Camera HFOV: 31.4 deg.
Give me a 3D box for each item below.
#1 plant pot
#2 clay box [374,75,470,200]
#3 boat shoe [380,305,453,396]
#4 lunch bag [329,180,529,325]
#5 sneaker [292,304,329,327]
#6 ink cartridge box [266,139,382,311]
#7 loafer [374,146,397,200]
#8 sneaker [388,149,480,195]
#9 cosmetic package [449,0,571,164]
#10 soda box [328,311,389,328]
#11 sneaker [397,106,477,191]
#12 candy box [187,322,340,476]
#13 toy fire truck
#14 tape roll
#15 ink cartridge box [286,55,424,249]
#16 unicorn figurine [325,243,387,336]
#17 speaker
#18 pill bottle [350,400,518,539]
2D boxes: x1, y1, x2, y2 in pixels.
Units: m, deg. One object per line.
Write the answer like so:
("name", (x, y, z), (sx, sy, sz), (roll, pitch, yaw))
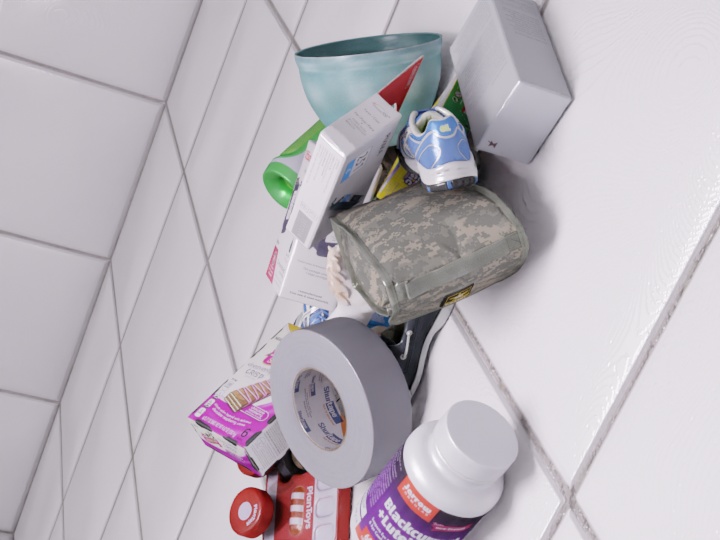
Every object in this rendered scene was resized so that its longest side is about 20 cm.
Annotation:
("plant pot", (0.018, -0.240, 1.734), (0.200, 0.200, 0.134), (-143, 43, -68))
("clay box", (0.087, -0.157, 1.613), (0.200, 0.048, 0.115), (-53, 7, 46))
("boat shoe", (0.052, 0.083, 1.560), (0.076, 0.060, 0.200), (-128, 56, -65))
("lunch bag", (0.078, -0.020, 1.397), (0.200, 0.164, 0.118), (-134, 23, -67))
("sneaker", (-0.047, 0.051, 1.831), (0.077, 0.076, 0.200), (-136, 50, -57))
("ink cartridge box", (-0.051, -0.063, 1.696), (0.145, 0.084, 0.200), (-134, 61, -74))
("loafer", (0.033, -0.119, 1.748), (0.200, 0.063, 0.072), (-105, 35, -53))
("sneaker", (0.066, -0.073, 1.541), (0.200, 0.079, 0.075), (-51, -9, 6))
("cosmetic package", (0.168, -0.227, 1.468), (0.200, 0.071, 0.101), (-97, 30, -46))
("soda box", (0.000, 0.000, 1.750), (0.068, 0.064, 0.200), (133, 147, -51))
("sneaker", (0.084, -0.146, 1.423), (0.200, 0.076, 0.077), (-129, 27, -71))
("candy box", (-0.114, 0.169, 1.722), (0.200, 0.061, 0.136), (-43, 37, -24))
("toy fire truck", (-0.075, 0.284, 1.712), (0.168, 0.112, 0.200), (-18, 56, 37))
("tape roll", (-0.026, 0.160, 1.566), (0.200, 0.066, 0.200), (23, 122, 45))
("ink cartridge box", (0.005, -0.132, 1.466), (0.176, 0.045, 0.200), (-40, -12, -30))
("unicorn figurine", (0.000, 0.045, 1.614), (0.074, 0.137, 0.200), (-115, 45, -61))
("speaker", (-0.048, -0.174, 1.842), (0.200, 0.088, 0.088), (-45, 7, -28))
("pill bottle", (0.078, 0.225, 1.322), (0.111, 0.111, 0.200), (-96, 29, -44))
